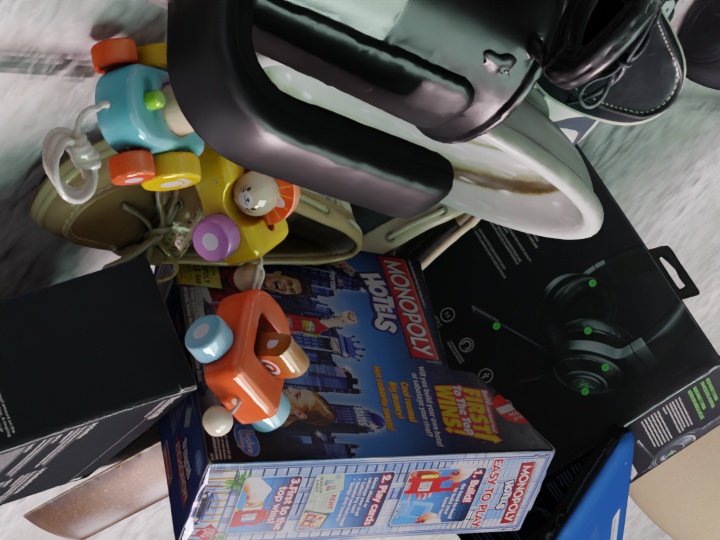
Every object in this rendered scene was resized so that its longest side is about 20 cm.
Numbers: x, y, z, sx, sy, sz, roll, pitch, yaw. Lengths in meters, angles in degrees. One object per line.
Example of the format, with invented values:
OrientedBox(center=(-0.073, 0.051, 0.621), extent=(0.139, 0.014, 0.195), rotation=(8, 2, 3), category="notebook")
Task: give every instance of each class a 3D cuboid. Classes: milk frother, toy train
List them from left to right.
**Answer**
OrientedBox(center=(-0.071, -0.023, 1.435), extent=(0.055, 0.151, 0.200), rotation=(-15, 129, 27), category="toy train")
OrientedBox(center=(0.018, -0.143, 1.259), extent=(0.187, 0.181, 0.200), rotation=(21, 129, -33), category="milk frother")

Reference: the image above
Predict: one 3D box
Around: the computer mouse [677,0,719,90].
OrientedBox(center=(0.250, -0.165, 1.682), extent=(0.138, 0.053, 0.200), rotation=(-11, 147, -38), category="computer mouse")

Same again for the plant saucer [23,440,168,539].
OrientedBox(center=(-0.101, 0.108, 1.708), extent=(0.199, 0.032, 0.200), rotation=(-27, 179, -1), category="plant saucer")

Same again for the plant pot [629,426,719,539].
OrientedBox(center=(0.311, 0.155, 2.204), extent=(0.199, 0.135, 0.201), rotation=(-26, 153, -14), category="plant pot")

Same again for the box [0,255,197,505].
OrientedBox(center=(-0.187, 0.072, 1.524), extent=(0.140, 0.079, 0.200), rotation=(-15, 169, -26), category="box")

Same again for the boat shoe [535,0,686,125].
OrientedBox(center=(0.114, -0.120, 1.454), extent=(0.075, 0.062, 0.200), rotation=(-48, 143, 1), category="boat shoe")

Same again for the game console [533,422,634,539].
OrientedBox(center=(0.067, 0.172, 1.710), extent=(0.171, 0.118, 0.200), rotation=(-54, 163, -23), category="game console")

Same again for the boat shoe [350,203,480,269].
OrientedBox(center=(0.000, 0.000, 1.685), extent=(0.071, 0.063, 0.200), rotation=(-1, 142, -49), category="boat shoe")

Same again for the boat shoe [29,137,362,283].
OrientedBox(center=(-0.081, -0.033, 1.539), extent=(0.199, 0.063, 0.073), rotation=(-6, 144, -41), category="boat shoe")

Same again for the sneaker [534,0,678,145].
OrientedBox(center=(0.103, -0.152, 1.528), extent=(0.130, 0.079, 0.199), rotation=(-46, 140, 1), category="sneaker")

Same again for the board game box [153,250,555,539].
OrientedBox(center=(-0.006, 0.070, 1.565), extent=(0.199, 0.201, 0.062), rotation=(10, 126, -18), category="board game box")

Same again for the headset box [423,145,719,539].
OrientedBox(center=(0.108, 0.048, 1.759), extent=(0.199, 0.175, 0.093), rotation=(-34, 154, 1), category="headset box")

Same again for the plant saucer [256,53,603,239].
OrientedBox(center=(0.039, -0.081, 1.491), extent=(0.050, 0.199, 0.200), rotation=(-66, 154, -9), category="plant saucer")
